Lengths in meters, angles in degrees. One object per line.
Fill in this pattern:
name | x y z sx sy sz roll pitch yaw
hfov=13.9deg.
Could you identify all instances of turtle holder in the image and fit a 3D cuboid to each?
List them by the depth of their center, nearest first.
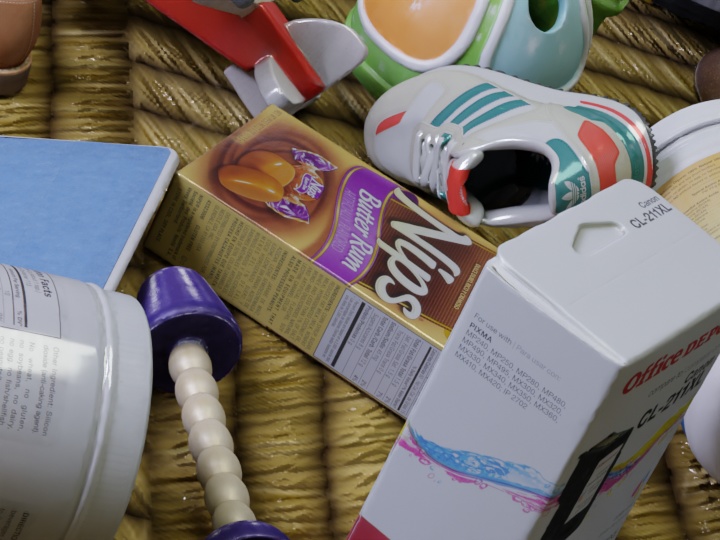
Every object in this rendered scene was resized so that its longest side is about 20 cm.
turtle holder | 0.085 -0.146 1.756 0.185 0.132 0.141 11 34 -22

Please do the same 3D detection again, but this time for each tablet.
tablet | -0.173 -0.015 1.458 0.130 0.014 0.200 4 32 10

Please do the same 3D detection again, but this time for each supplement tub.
supplement tub | -0.203 0.053 1.269 0.199 0.132 0.132 13 34 -22
supplement tub | 0.221 0.013 1.611 0.144 0.145 0.200 10 36 -24

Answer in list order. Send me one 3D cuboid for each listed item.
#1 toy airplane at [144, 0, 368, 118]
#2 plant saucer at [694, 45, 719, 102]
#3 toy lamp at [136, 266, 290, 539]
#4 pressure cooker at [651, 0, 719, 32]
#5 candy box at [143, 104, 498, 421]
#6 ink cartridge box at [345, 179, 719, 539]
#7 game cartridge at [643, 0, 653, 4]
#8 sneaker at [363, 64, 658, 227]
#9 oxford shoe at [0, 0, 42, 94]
toy airplane | -0.076 -0.178 1.678 0.199 0.141 0.200 26 12 -39
plant saucer | 0.319 -0.103 1.951 0.200 0.037 0.201 18 32 -12
toy lamp | -0.072 0.074 1.403 0.058 0.058 0.200 9 38 -25
pressure cooker | 0.268 -0.276 1.951 0.178 0.200 0.176 -2 40 -33
candy box | 0.000 0.000 1.560 0.200 0.057 0.117 34 32 10
ink cartridge box | 0.086 0.073 1.378 0.083 0.200 0.146 38 34 18
game cartridge | 0.142 -0.271 2.068 0.199 0.033 0.176 25 32 -2
sneaker | 0.062 -0.065 1.623 0.199 0.071 0.093 12 25 41
oxford shoe | -0.262 -0.173 1.610 0.199 0.071 0.071 25 34 1
